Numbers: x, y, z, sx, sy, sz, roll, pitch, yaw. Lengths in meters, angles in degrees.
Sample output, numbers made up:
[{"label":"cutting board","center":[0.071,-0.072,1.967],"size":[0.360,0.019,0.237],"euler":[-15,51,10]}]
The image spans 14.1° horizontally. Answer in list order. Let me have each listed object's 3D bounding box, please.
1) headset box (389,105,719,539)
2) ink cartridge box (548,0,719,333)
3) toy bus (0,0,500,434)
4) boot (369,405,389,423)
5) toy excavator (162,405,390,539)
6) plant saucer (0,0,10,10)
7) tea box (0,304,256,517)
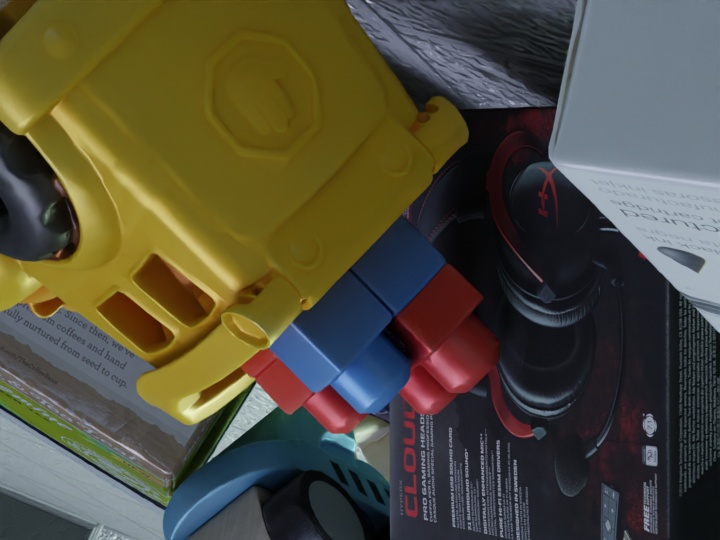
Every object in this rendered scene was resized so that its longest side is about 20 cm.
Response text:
[{"label":"headset box","center":[0.075,0.021,0.935],"size":[0.075,0.150,0.200],"euler":[-1,-177,-27]},{"label":"ink cartridge box","center":[0.145,-0.024,0.673],"size":[0.144,0.084,0.200],"euler":[8,168,23]},{"label":"toy bus","center":[-0.050,-0.017,0.931],"size":[0.192,0.136,0.200],"euler":[45,154,-6]},{"label":"boot","center":[0.086,0.064,1.303],"size":[0.199,0.091,0.073],"euler":[31,168,-28]},{"label":"toy excavator","center":[-0.016,0.102,1.366],"size":[0.194,0.100,0.201],"euler":[30,-148,-40]},{"label":"plant saucer","center":[-0.068,-0.083,1.110],"size":[0.199,0.032,0.200],"euler":[24,169,5]},{"label":"tea box","center":[-0.136,0.001,1.354],"size":[0.199,0.134,0.197],"euler":[31,168,4]}]
